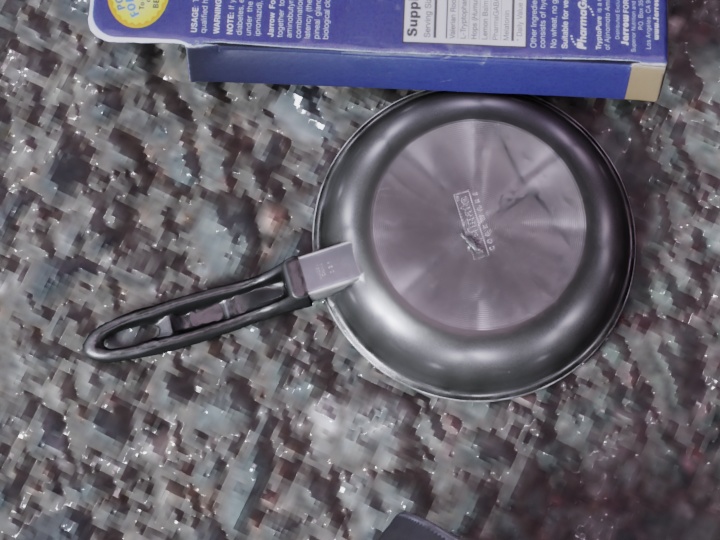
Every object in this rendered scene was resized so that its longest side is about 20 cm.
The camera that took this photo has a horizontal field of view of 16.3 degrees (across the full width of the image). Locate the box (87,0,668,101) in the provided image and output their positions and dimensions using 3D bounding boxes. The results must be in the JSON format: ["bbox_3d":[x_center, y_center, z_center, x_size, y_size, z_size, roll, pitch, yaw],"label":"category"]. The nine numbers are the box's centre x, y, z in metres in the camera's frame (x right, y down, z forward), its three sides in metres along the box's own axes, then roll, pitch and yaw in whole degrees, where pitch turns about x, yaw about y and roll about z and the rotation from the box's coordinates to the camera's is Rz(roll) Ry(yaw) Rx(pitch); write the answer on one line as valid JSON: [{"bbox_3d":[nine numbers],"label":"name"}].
[{"bbox_3d":[0.008,-0.124,0.887,0.198,0.032,0.122,3,67,0],"label":"box"}]

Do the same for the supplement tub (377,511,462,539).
[{"bbox_3d":[-0.016,0.177,0.787,0.107,0.107,0.201,34,78,8],"label":"supplement tub"}]

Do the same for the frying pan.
[{"bbox_3d":[0.003,-0.017,0.875,0.188,0.031,0.116,7,75,-1],"label":"frying pan"}]
